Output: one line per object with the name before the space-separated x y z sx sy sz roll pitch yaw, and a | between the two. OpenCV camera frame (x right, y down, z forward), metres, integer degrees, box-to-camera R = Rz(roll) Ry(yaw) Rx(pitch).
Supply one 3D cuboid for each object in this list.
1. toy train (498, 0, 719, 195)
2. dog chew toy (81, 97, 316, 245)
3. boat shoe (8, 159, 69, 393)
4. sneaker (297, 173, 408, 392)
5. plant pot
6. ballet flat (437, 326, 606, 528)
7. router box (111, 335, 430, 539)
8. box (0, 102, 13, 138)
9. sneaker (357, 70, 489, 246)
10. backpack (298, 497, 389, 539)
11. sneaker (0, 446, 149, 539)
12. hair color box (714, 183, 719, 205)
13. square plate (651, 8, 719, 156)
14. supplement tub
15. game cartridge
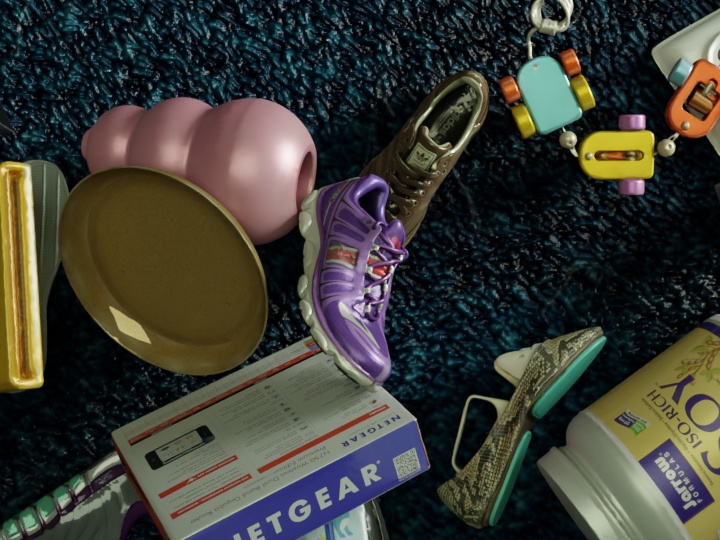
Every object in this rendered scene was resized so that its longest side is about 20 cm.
toy train | 0.221 -0.152 1.003 0.200 0.056 0.151 26 98 2
dog chew toy | -0.141 -0.092 0.988 0.199 0.125 0.125 11 84 11
boat shoe | -0.303 0.004 1.003 0.073 0.067 0.201 17 76 -40
sneaker | 0.000 0.000 0.918 0.083 0.081 0.201 -25 51 23
plant pot | -0.161 -0.002 0.968 0.199 0.027 0.201 13 125 20
ballet flat | 0.127 0.119 0.985 0.075 0.068 0.200 31 88 20
router box | -0.076 0.140 0.907 0.200 0.179 0.049 -25 118 -16
box | -0.416 -0.139 0.957 0.182 0.200 0.104 -25 84 0
sneaker | 0.041 -0.090 1.000 0.070 0.076 0.200 32 85 5
backpack | -0.029 0.250 0.929 0.153 0.163 0.201 5 75 5
sneaker | -0.245 0.227 0.978 0.200 0.074 0.088 -34 89 -3
hair color box | 0.379 0.008 0.972 0.099 0.061 0.201 -18 93 -1
square plate | 0.393 -0.167 1.021 0.200 0.028 0.198 -32 84 -2
supplement tub | 0.258 0.145 0.933 0.200 0.145 0.146 -36 84 -3
game cartridge | -0.325 0.016 0.957 0.200 0.032 0.177 -12 81 46
